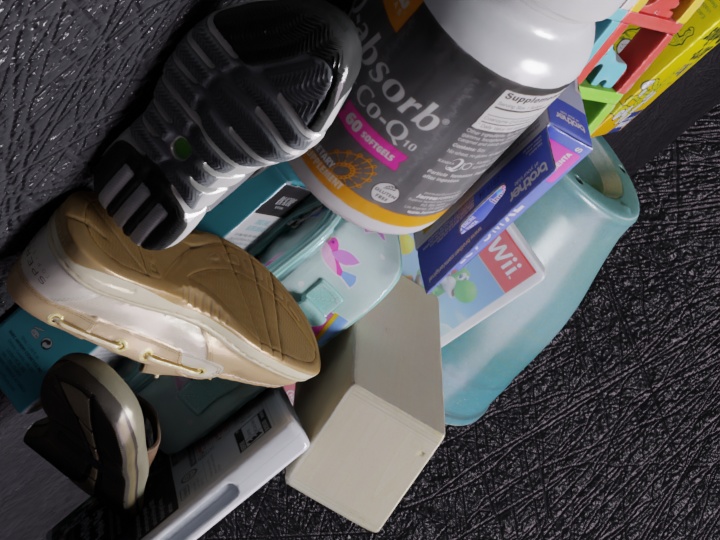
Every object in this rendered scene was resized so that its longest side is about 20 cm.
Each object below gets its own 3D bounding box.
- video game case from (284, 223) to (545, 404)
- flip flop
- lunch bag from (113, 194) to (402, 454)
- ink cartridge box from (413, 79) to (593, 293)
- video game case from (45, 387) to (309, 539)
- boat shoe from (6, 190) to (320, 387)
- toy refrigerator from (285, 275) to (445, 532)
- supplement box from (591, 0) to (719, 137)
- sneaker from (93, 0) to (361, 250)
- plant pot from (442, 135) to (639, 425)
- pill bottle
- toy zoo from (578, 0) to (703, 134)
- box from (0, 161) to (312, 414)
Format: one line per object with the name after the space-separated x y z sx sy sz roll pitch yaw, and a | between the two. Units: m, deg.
0.000 0.000 1.337 0.199 0.143 0.017 -34 -172 15 | video game case
-0.141 0.084 1.138 0.058 0.081 0.200 -51 173 -23 | flip flop
-0.065 0.014 1.253 0.200 0.077 0.161 -39 -164 14 | lunch bag
0.073 -0.088 1.181 0.119 0.042 0.201 -44 -146 33 | ink cartridge box
-0.114 0.133 1.225 0.181 0.023 0.200 -39 -169 -1 | video game case
-0.103 0.020 1.090 0.069 0.074 0.199 -35 139 25 | boat shoe
0.007 0.070 1.238 0.076 0.070 0.200 -56 -168 19 | toy refrigerator
0.205 -0.197 1.401 0.200 0.110 0.109 -42 173 18 | supplement box
-0.044 -0.090 0.981 0.115 0.075 0.200 -40 -175 -42 | sneaker
0.083 -0.029 1.420 0.188 0.201 0.200 -41 173 23 | plant pot
0.050 -0.118 1.070 0.116 0.117 0.200 -31 168 -49 | pill bottle
0.156 -0.159 1.263 0.131 0.021 0.200 3 133 -51 | toy zoo
-0.121 -0.001 1.165 0.200 0.049 0.082 -41 173 7 | box
